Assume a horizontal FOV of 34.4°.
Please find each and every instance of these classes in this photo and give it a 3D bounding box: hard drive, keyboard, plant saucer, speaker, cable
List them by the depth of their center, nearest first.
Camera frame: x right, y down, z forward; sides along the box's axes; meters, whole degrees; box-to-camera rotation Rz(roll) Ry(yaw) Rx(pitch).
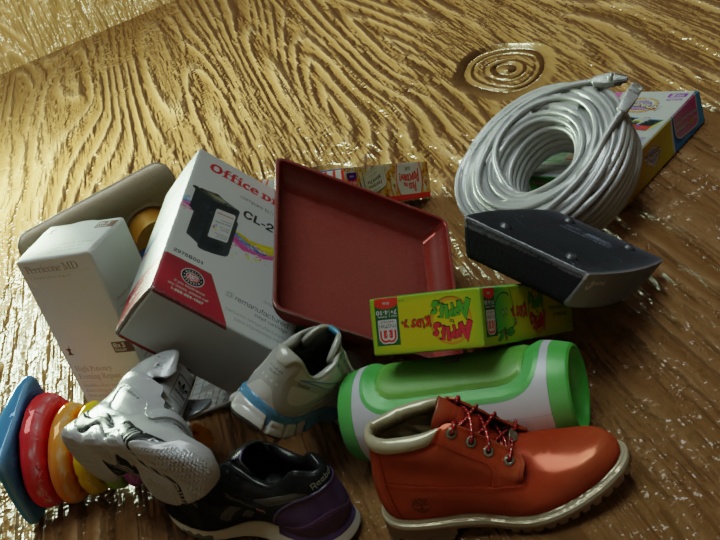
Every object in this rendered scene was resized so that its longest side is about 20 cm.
[{"bbox_3d":[0.084,0.109,0.960,0.198,0.089,0.089,-10,29,23],"label":"speaker"},{"bbox_3d":[0.180,-0.013,1.032,0.134,0.043,0.199,27,17,27],"label":"hard drive"},{"bbox_3d":[0.000,0.000,1.115,0.037,0.198,0.201,-53,27,38],"label":"plant saucer"},{"bbox_3d":[0.197,-0.108,1.222,0.199,0.069,0.202,5,63,45],"label":"cable"},{"bbox_3d":[-0.147,0.092,1.249,0.056,0.011,0.201,-15,27,13],"label":"keyboard"}]

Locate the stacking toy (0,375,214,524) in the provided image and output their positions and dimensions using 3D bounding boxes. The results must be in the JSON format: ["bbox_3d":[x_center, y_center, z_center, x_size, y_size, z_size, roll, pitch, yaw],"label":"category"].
[{"bbox_3d":[-0.232,0.166,1.095,0.197,0.110,0.117,-5,45,9],"label":"stacking toy"}]

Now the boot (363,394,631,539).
[{"bbox_3d":[0.099,0.138,0.873,0.198,0.108,0.075,-13,26,13],"label":"boot"}]

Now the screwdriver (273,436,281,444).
[{"bbox_3d":[-0.057,0.125,1.050,0.028,0.029,0.200,-22,13,11],"label":"screwdriver"}]

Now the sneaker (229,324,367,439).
[{"bbox_3d":[-0.031,0.086,1.016,0.075,0.087,0.200,35,17,16],"label":"sneaker"}]

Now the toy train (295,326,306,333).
[{"bbox_3d":[-0.055,0.006,1.219,0.056,0.042,0.201,-34,27,22],"label":"toy train"}]

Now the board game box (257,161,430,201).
[{"bbox_3d":[-0.028,-0.096,1.373,0.150,0.047,0.199,-4,5,32],"label":"board game box"}]

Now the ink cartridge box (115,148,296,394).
[{"bbox_3d":[-0.131,0.000,1.110,0.083,0.145,0.201,-47,23,39],"label":"ink cartridge box"}]

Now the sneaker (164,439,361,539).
[{"bbox_3d":[-0.093,0.173,0.969,0.198,0.088,0.076,-2,33,35],"label":"sneaker"}]

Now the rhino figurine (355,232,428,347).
[{"bbox_3d":[0.008,0.018,1.213,0.087,0.060,0.200,2,40,47],"label":"rhino figurine"}]

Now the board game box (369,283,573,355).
[{"bbox_3d":[0.101,0.039,1.003,0.101,0.048,0.199,-8,-3,30],"label":"board game box"}]

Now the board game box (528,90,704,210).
[{"bbox_3d":[0.277,-0.140,1.320,0.152,0.041,0.200,7,39,44],"label":"board game box"}]

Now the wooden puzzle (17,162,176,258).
[{"bbox_3d":[-0.258,0.006,1.286,0.184,0.201,0.046,-31,41,-18],"label":"wooden puzzle"}]

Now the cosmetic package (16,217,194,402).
[{"bbox_3d":[-0.258,0.053,1.191,0.101,0.202,0.074,-7,30,28],"label":"cosmetic package"}]

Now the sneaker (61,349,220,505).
[{"bbox_3d":[-0.166,0.127,0.990,0.199,0.076,0.115,1,40,47],"label":"sneaker"}]
